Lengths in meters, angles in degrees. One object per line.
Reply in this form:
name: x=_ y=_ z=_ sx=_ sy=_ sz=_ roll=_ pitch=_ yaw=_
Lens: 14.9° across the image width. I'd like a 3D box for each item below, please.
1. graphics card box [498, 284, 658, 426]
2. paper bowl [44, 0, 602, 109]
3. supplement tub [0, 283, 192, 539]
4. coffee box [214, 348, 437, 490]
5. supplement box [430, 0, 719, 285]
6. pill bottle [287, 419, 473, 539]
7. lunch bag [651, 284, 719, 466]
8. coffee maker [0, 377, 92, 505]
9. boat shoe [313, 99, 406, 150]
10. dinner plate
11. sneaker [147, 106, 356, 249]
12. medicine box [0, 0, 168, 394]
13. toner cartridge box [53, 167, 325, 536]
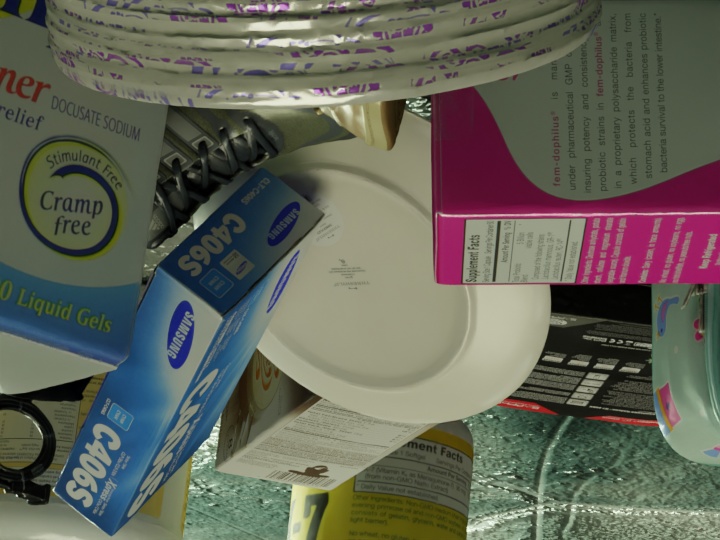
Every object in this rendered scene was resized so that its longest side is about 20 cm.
graphics card box: x=0.141 y=0.038 z=1.596 sx=0.125 sy=0.051 sz=0.200 roll=8 pitch=163 yaw=-4
paper bowl: x=-0.015 y=-0.131 z=0.975 sx=0.200 sy=0.105 sz=0.201 roll=-3 pitch=-162 yaw=1
supplement tub: x=-0.175 y=0.115 z=1.690 sx=0.145 sy=0.200 sz=0.145 roll=6 pitch=161 yaw=2
coffee box: x=-0.013 y=0.047 z=1.575 sx=0.080 sy=0.115 sz=0.200 roll=12 pitch=160 yaw=-17
supplement box: x=0.130 y=-0.056 z=1.211 sx=0.200 sy=0.101 sz=0.103 roll=0 pitch=161 yaw=0
pill bottle: x=0.012 y=0.146 z=1.723 sx=0.114 sy=0.200 sz=0.114 roll=5 pitch=161 yaw=2
lunch bag: x=0.239 y=0.021 z=1.353 sx=0.200 sy=0.161 sz=0.077 roll=7 pitch=168 yaw=-21
coffee maker: x=-0.243 y=0.030 z=1.470 sx=0.200 sy=0.192 sz=0.135 roll=-16 pitch=138 yaw=44
boat shoe: x=-0.008 y=-0.094 z=1.145 sx=0.064 sy=0.071 sz=0.200 roll=17 pitch=-176 yaw=-2
dinner plate: x=0.000 y=0.000 z=1.384 sx=0.200 sy=0.024 sz=0.200 roll=15 pitch=128 yaw=20
sneaker: x=-0.085 y=-0.052 z=1.314 sx=0.200 sy=0.081 sz=0.074 roll=-13 pitch=145 yaw=21
medicine box: x=-0.182 y=-0.070 z=1.139 sx=0.182 sy=0.200 sz=0.103 roll=19 pitch=160 yaw=-35
toner cartridge box: x=-0.089 y=0.044 z=1.390 sx=0.043 sy=0.095 sz=0.200 roll=37 pitch=138 yaw=7
